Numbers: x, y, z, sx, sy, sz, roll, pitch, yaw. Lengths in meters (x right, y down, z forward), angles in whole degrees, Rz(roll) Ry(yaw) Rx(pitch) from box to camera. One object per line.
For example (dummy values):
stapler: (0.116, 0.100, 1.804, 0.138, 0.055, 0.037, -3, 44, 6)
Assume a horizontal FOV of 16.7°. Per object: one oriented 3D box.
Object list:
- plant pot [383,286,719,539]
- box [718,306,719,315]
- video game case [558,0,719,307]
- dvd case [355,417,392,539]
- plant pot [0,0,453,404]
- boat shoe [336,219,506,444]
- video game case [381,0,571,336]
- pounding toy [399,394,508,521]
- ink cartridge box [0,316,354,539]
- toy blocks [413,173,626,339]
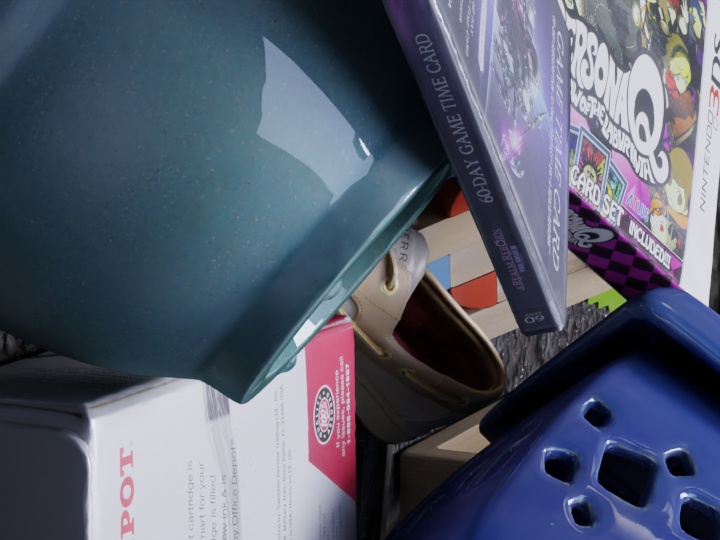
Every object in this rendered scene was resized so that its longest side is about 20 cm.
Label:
plant pot: (0.120, 0.134, 1.055, 0.180, 0.200, 0.200, -55, -175, -29)
box: (0.323, 0.051, 1.701, 0.148, 0.124, 0.201, 16, 80, -64)
video game case: (0.095, -0.101, 1.030, 0.200, 0.036, 0.182, 38, 52, -46)
dvd case: (-0.031, 0.129, 1.105, 0.150, 0.025, 0.201, 6, 88, -63)
plant pot: (-0.048, -0.042, 0.809, 0.200, 0.134, 0.200, -49, 177, -3)
boat shoe: (0.000, 0.000, 1.066, 0.200, 0.069, 0.074, 49, 35, -43)
video game case: (0.034, -0.097, 0.785, 0.200, 0.019, 0.143, 66, 22, -44)
pounding toy: (0.145, 0.149, 1.284, 0.200, 0.183, 0.143, -20, 111, -62)
ink cartridge box: (-0.081, 0.101, 0.915, 0.200, 0.083, 0.146, -16, 109, -62)
toy blocks: (0.059, -0.035, 1.161, 0.136, 0.100, 0.201, -22, 141, -15)
